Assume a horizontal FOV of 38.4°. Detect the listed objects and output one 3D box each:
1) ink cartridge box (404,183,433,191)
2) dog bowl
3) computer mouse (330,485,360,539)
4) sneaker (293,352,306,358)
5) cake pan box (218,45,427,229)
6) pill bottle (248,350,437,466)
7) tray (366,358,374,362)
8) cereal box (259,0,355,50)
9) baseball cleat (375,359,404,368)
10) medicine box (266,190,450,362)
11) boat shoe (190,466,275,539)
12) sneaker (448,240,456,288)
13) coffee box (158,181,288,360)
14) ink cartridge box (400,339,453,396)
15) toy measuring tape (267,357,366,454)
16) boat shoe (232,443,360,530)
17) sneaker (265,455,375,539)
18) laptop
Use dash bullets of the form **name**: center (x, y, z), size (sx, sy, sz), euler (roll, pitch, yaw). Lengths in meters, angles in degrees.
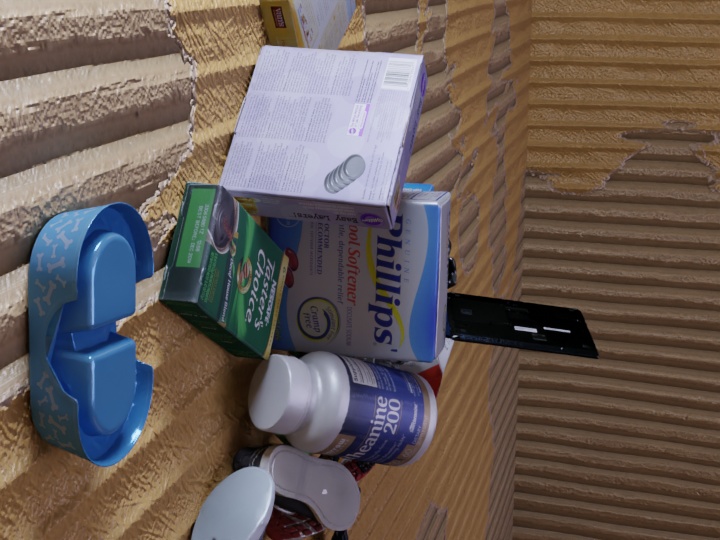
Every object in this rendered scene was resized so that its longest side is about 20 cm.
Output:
- **ink cartridge box**: center (0.054, -0.024, 1.571), size (0.200, 0.084, 0.147), euler (-60, 150, -54)
- **dog bowl**: center (-0.206, 0.047, 0.788), size (0.111, 0.049, 0.201), euler (-26, 119, -71)
- **computer mouse**: center (-0.020, 0.359, 1.408), size (0.201, 0.034, 0.059), euler (106, 8, -46)
- **sneaker**: center (-0.043, 0.137, 1.347), size (0.085, 0.078, 0.201), euler (-115, -175, -48)
- **cake pan box**: center (-0.036, -0.146, 1.072), size (0.052, 0.183, 0.201), euler (73, 26, -60)
- **pill bottle**: center (-0.020, 0.152, 1.152), size (0.199, 0.111, 0.112), euler (17, 76, -36)
- **tray**: center (0.009, 0.042, 1.346), size (0.107, 0.022, 0.201), euler (-97, -170, -68)
- **cereal box**: center (-0.057, -0.310, 1.202), size (0.144, 0.039, 0.201), euler (78, 23, -45)
- **baseball cleat**: center (0.038, 0.132, 1.440), size (0.200, 0.069, 0.107), euler (-17, -123, 66)
- **medicine box**: center (0.000, 0.000, 1.193), size (0.103, 0.199, 0.183), euler (-36, 129, -73)
- **boat shoe**: center (-0.138, 0.306, 1.062), size (0.091, 0.070, 0.201), euler (76, 32, -50)
- **sneaker**: center (0.073, 0.017, 1.331), size (0.200, 0.099, 0.070), euler (102, -10, -57)
- **coffee box**: center (-0.130, 0.006, 1.035), size (0.200, 0.044, 0.124), euler (56, 41, -64)
- **ink cartridge box**: center (0.055, 0.145, 1.496), size (0.057, 0.162, 0.200), euler (51, 34, -14)
- **toy measuring tape**: center (-0.055, 0.141, 1.237), size (0.201, 0.073, 0.074), euler (-57, 153, -21)
- **boat shoe**: center (-0.070, 0.248, 1.186), size (0.200, 0.060, 0.074), euler (36, 60, -50)
- **sneaker**: center (-0.053, 0.283, 1.304), size (0.200, 0.078, 0.082), euler (-32, 165, -50)
- **laptop**: center (0.186, 0.092, 1.299), size (0.200, 0.176, 0.104), euler (-88, -175, -67)
